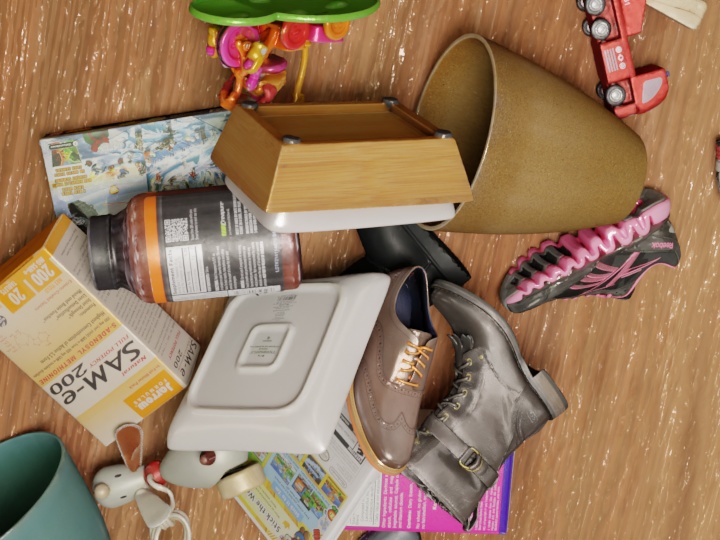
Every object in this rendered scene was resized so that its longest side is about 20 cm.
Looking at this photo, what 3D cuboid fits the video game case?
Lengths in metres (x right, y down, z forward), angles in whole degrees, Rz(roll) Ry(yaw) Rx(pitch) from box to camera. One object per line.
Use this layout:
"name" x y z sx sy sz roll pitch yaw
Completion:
"video game case" -0.071 0.174 1.374 0.200 0.023 0.183 46 117 28

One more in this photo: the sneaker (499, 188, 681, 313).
"sneaker" 0.240 0.002 1.401 0.198 0.079 0.096 -28 115 6

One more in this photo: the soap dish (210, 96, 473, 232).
"soap dish" -0.018 -0.099 1.229 0.197 0.157 0.082 -4 113 -23

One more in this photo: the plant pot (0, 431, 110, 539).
"plant pot" -0.342 0.291 1.389 0.199 0.201 0.162 -29 115 5

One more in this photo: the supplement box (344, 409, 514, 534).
"supplement box" 0.053 0.205 1.424 0.197 0.101 0.105 3 104 -2

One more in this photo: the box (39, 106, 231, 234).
"box" -0.209 -0.082 1.374 0.197 0.040 0.139 -8 105 0

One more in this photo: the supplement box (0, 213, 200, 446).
"supplement box" -0.274 0.062 1.364 0.126 0.074 0.200 -36 111 23

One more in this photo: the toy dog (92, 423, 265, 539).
"toy dog" -0.188 0.202 1.366 0.200 0.096 0.132 -42 78 17

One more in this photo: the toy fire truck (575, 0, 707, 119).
"toy fire truck" 0.287 -0.261 1.343 0.139 0.049 0.203 -16 104 2

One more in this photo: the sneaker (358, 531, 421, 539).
"sneaker" -0.001 0.359 1.467 0.074 0.088 0.201 36 100 -10

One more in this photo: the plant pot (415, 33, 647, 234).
"plant pot" 0.169 -0.112 1.326 0.197 0.186 0.189 12 104 -22

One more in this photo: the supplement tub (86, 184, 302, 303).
"supplement tub" -0.156 -0.026 1.302 0.197 0.107 0.109 -5 104 -4

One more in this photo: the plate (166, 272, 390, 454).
"plate" -0.084 0.080 1.307 0.197 0.202 0.032 -5 140 37

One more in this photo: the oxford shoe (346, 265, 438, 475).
"oxford shoe" 0.034 0.089 1.285 0.071 0.073 0.203 15 62 -31

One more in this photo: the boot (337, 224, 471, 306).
"boot" 0.000 -0.001 1.387 0.162 0.073 0.198 -41 106 7

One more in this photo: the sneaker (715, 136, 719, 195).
"sneaker" 0.456 -0.095 1.384 0.197 0.078 0.083 2 108 7

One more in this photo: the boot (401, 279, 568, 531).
"boot" 0.091 0.130 1.336 0.174 0.069 0.200 -42 90 -9

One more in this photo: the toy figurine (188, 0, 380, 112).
"toy figurine" -0.078 -0.169 1.301 0.149 0.199 0.187 25 122 37
